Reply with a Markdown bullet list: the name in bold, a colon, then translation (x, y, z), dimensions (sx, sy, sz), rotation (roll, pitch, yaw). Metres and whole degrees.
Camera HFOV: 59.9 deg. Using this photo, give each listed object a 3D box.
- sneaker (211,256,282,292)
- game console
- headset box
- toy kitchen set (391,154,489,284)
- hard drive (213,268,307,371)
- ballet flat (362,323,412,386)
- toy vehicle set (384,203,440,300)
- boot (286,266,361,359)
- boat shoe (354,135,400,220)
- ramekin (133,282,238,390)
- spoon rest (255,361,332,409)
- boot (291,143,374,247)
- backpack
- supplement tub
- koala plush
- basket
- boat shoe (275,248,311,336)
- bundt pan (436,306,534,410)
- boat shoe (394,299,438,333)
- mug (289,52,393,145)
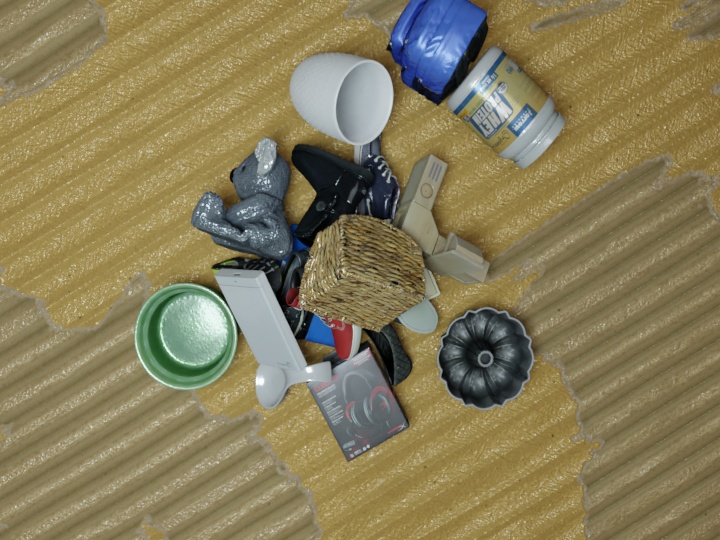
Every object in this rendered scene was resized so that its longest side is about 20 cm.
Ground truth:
- **sneaker**: translation (-0.210, 0.025, 1.199), dimensions (0.073, 0.197, 0.083), rotation (-30, 114, -34)
- **game console**: translation (-0.083, 0.033, 1.257), dimensions (0.168, 0.117, 0.205), rotation (26, 99, 32)
- **headset box**: translation (-0.010, 0.252, 1.260), dimensions (0.146, 0.075, 0.204), rotation (-27, 95, 1)
- **toy kitchen set**: translation (0.185, -0.096, 1.198), dimensions (0.197, 0.163, 0.184), rotation (26, 77, -17)
- **hard drive**: translation (-0.184, 0.091, 1.152), dimensions (0.027, 0.130, 0.204), rotation (-43, 122, -38)
- **ballet flat**: translation (0.044, 0.146, 1.235), dimensions (0.057, 0.066, 0.202), rotation (-49, 120, -28)
- **toy vehicle set**: translation (0.068, -0.017, 1.270), dimensions (0.122, 0.027, 0.204), rotation (-24, 95, -1)
- **boot**: translation (-0.073, 0.083, 1.157), dimensions (0.142, 0.072, 0.206), rotation (-18, 109, -38)
- **boat shoe**: translation (0.038, -0.193, 1.217), dimensions (0.091, 0.074, 0.206), rotation (9, 98, 29)
- **ramekin**: translation (-0.332, 0.122, 1.224), dimensions (0.194, 0.098, 0.206), rotation (0, 94, -2)
- **spoon rest**: translation (-0.144, 0.211, 1.216), dimensions (0.197, 0.060, 0.102), rotation (-19, 70, 37)
- **boot**: translation (-0.086, -0.136, 1.182), dimensions (0.197, 0.076, 0.171), rotation (24, 79, 27)
- **backpack**: translation (0.138, -0.418, 1.160), dimensions (0.165, 0.200, 0.166), rotation (27, 93, -4)
- **supplement tub**: translation (0.280, -0.310, 1.202), dimensions (0.199, 0.145, 0.145), rotation (40, 91, -4)
- **koala plush**: translation (-0.189, -0.138, 1.180), dimensions (0.179, 0.178, 0.205), rotation (16, 80, 7)
- **basket**: translation (0.000, 0.000, 1.114), dimensions (0.196, 0.148, 0.146), rotation (18, 53, -32)
- **boat shoe**: translation (-0.139, 0.053, 1.182), dimensions (0.074, 0.066, 0.203), rotation (34, 104, 28)
- **bundt pan**: translation (0.245, 0.172, 1.267), dimensions (0.196, 0.076, 0.208), rotation (0, 93, -3)
- **boat shoe**: translation (0.065, 0.062, 1.231), dimensions (0.198, 0.060, 0.077), rotation (35, 72, -20)
- **mug**: translation (-0.029, -0.339, 1.179), dimensions (0.198, 0.174, 0.151), rotation (-28, 129, -33)
